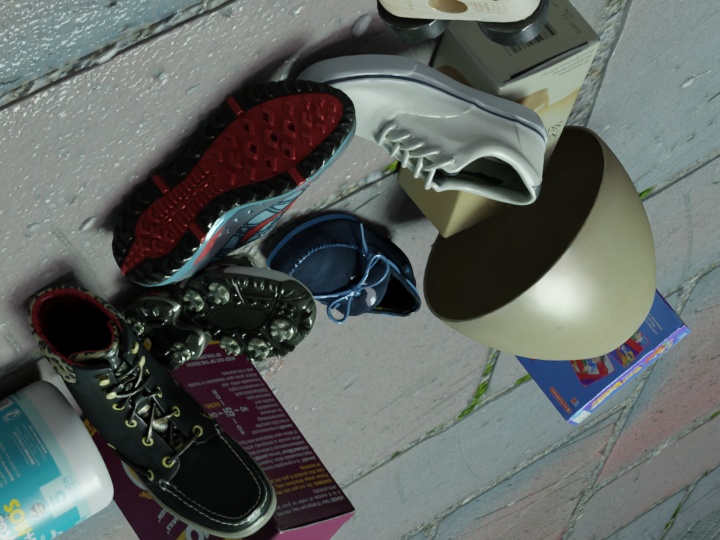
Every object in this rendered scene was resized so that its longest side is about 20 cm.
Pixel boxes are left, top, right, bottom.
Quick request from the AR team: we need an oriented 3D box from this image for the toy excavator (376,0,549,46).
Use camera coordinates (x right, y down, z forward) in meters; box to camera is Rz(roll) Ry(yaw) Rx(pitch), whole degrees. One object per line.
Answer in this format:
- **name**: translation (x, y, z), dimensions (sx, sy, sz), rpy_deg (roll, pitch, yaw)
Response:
- **toy excavator**: translation (0.099, -0.250, 1.186), dimensions (0.194, 0.201, 0.100), rpy_deg (5, 167, 17)

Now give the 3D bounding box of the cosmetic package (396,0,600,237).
- **cosmetic package**: translation (0.104, -0.122, 1.473), dimensions (0.105, 0.071, 0.200), rpy_deg (-27, 156, -24)

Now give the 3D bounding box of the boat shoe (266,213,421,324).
- **boat shoe**: translation (0.000, 0.000, 1.565), dimensions (0.084, 0.069, 0.200), rpy_deg (-46, 156, 22)

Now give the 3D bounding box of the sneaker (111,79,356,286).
- **sneaker**: translation (-0.082, -0.065, 1.326), dimensions (0.200, 0.079, 0.095), rpy_deg (-34, 169, 16)

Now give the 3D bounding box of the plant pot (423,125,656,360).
- **plant pot**: translation (0.171, -0.003, 1.592), dimensions (0.134, 0.200, 0.200), rpy_deg (39, 108, -25)

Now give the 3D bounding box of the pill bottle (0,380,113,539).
- **pill bottle**: translation (-0.293, 0.174, 1.413), dimensions (0.200, 0.111, 0.111), rpy_deg (-30, 157, -17)

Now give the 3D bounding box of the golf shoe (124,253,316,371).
- **golf shoe**: translation (-0.093, 0.016, 1.383), dimensions (0.200, 0.077, 0.088), rpy_deg (-7, -148, 50)

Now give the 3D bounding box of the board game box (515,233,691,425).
- **board game box**: translation (0.179, 0.018, 1.694), dimensions (0.134, 0.200, 0.045), rpy_deg (-40, 162, 8)

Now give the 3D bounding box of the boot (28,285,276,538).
- **boot**: translation (-0.154, 0.103, 1.371), dimensions (0.073, 0.203, 0.154), rpy_deg (-45, 156, -13)

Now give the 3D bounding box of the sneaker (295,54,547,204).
- **sneaker**: translation (0.048, -0.097, 1.341), dimensions (0.199, 0.071, 0.073), rpy_deg (12, 144, -22)

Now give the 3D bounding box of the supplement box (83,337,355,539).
- **supplement box**: translation (-0.121, 0.164, 1.534), dimensions (0.103, 0.200, 0.131), rpy_deg (-5, 142, -53)
